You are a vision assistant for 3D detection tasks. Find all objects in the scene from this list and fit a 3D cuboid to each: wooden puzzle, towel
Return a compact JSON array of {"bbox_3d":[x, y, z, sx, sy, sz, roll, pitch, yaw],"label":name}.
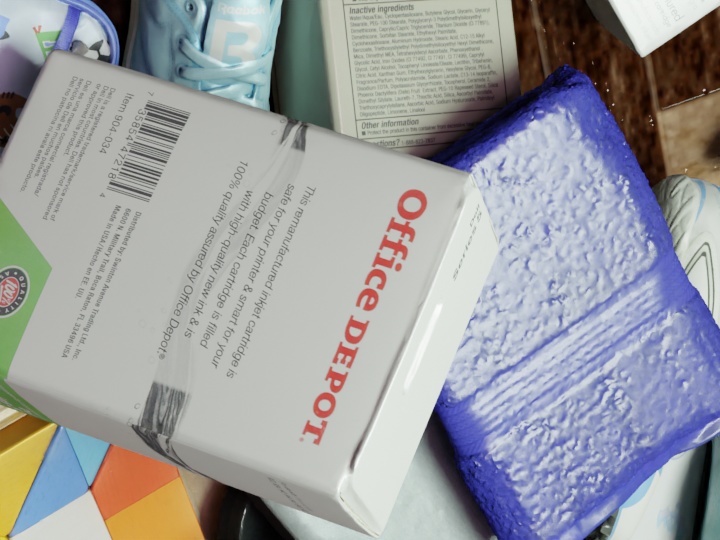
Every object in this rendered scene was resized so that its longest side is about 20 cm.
[{"bbox_3d":[-0.145,0.121,1.066,0.185,0.037,0.200,-31,124,-17],"label":"wooden puzzle"},{"bbox_3d":[0.085,0.022,1.075,0.148,0.050,0.200,-35,112,-14],"label":"towel"}]

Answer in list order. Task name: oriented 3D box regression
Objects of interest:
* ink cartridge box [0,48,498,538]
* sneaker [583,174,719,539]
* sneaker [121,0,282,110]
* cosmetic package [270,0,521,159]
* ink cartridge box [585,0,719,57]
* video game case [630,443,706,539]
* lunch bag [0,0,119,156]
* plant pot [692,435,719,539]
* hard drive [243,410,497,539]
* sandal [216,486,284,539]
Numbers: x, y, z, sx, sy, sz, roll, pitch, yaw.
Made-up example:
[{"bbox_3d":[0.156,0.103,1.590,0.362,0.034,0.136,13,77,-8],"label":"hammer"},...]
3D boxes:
[{"bbox_3d":[-0.061,0.009,0.967,0.084,0.200,0.146,59,52,-66],"label":"ink cartridge box"},{"bbox_3d":[0.159,0.050,1.176,0.072,0.072,0.200,22,79,-19],"label":"sneaker"},{"bbox_3d":[-0.071,-0.100,1.052,0.074,0.082,0.200,-5,86,-19],"label":"sneaker"},{"bbox_3d":[0.010,-0.148,1.088,0.103,0.073,0.200,-5,89,-25],"label":"cosmetic package"},{"bbox_3d":[0.189,-0.216,1.169,0.200,0.067,0.116,-34,116,0],"label":"ink cartridge box"},{"bbox_3d":[0.121,0.080,1.216,0.200,0.024,0.182,8,91,-46],"label":"video game case"},{"bbox_3d":[-0.199,-0.060,1.026,0.160,0.076,0.200,25,91,-33],"label":"lunch bag"},{"bbox_3d":[0.254,0.146,1.266,0.135,0.200,0.200,10,99,5],"label":"plant pot"},{"bbox_3d":[0.009,0.073,1.091,0.140,0.033,0.200,-46,115,-17],"label":"hard drive"},{"bbox_3d":[0.011,0.112,1.160,0.200,0.048,0.075,-23,120,-45],"label":"sandal"}]
